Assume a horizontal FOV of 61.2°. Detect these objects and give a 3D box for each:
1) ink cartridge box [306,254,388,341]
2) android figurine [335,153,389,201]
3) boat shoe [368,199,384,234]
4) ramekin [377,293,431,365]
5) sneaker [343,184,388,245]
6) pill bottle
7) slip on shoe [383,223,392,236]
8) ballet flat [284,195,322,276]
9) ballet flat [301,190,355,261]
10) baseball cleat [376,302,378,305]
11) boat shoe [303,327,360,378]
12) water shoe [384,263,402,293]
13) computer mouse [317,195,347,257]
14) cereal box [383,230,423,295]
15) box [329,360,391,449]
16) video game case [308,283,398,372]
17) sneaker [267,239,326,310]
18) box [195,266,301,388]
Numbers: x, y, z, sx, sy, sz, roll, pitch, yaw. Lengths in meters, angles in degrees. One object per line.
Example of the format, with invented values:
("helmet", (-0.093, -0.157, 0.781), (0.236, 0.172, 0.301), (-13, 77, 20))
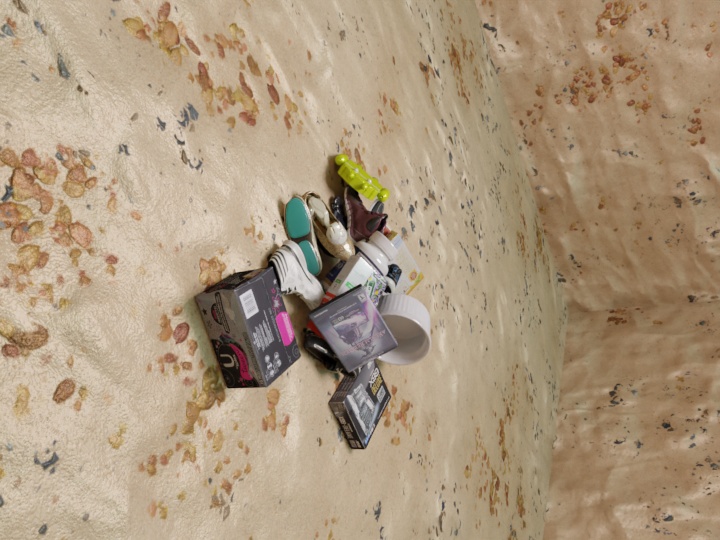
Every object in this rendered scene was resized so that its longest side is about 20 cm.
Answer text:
("ink cartridge box", (-0.029, 0.078, 1.438), (0.109, 0.050, 0.202), (39, 77, -28))
("android figurine", (0.002, -0.251, 1.664), (0.181, 0.041, 0.200), (40, 15, -1))
("boat shoe", (0.035, -0.097, 1.697), (0.075, 0.059, 0.204), (23, 86, -69))
("ramekin", (0.103, 0.160, 1.695), (0.202, 0.196, 0.099), (60, 29, -32))
("sneaker", (0.020, -0.154, 1.636), (0.076, 0.113, 0.204), (39, 40, -56))
("pill bottle", (0.000, 0.000, 1.536), (0.200, 0.111, 0.111), (-46, 133, -4))
("slip on shoe", (0.064, -0.077, 1.800), (0.062, 0.073, 0.203), (-60, 138, -42))
("ballet flat", (-0.140, -0.083, 1.474), (0.062, 0.066, 0.205), (-90, 169, -75))
("ballet flat", (-0.082, -0.111, 1.476), (0.070, 0.065, 0.201), (-37, 79, -23))
("baseball cleat", (0.012, 0.066, 1.634), (0.070, 0.105, 0.202), (57, 35, -30))
("boat shoe", (-0.070, 0.216, 1.498), (0.201, 0.073, 0.061), (52, 42, -36))
("water shoe", (0.074, 0.013, 1.658), (0.080, 0.071, 0.200), (-56, 180, -3))
("computer mouse", (-0.071, -0.095, 1.595), (0.201, 0.052, 0.141), (-67, 138, -60))
("cereal box", (0.094, 0.001, 1.792), (0.144, 0.039, 0.201), (-44, 129, -11))
("box", (0.003, 0.342, 1.617), (0.201, 0.049, 0.160), (-53, 128, -50))
("video game case", (-0.014, 0.139, 1.424), (0.202, 0.141, 0.019), (58, 8, -30))
("sneaker", (-0.157, 0.043, 1.408), (0.116, 0.075, 0.203), (-48, 122, -38))
("box", (-0.223, 0.115, 1.218), (0.132, 0.113, 0.204), (-36, 113, -55))
